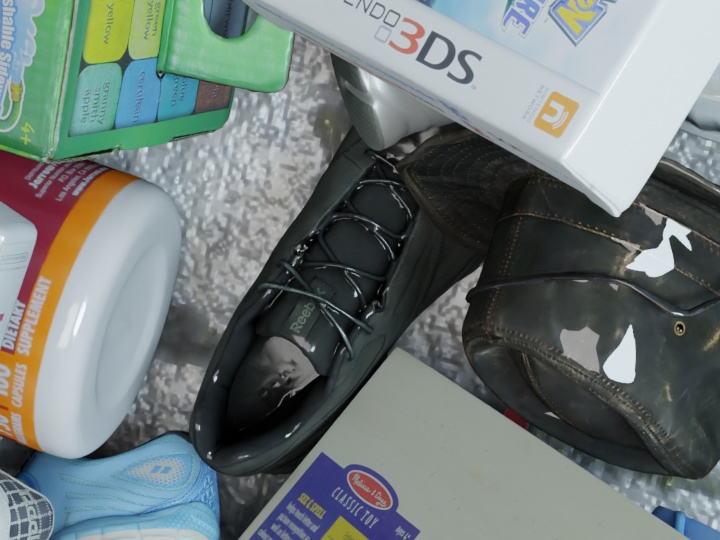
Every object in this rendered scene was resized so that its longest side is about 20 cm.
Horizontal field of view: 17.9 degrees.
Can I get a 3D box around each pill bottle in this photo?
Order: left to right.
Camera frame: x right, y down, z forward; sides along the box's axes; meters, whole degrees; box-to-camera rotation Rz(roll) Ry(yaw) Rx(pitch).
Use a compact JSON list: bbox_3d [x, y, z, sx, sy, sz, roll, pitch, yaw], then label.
[{"bbox_3d":[-0.180,-0.009,0.899,0.198,0.113,0.114,18,101,10],"label":"pill bottle"}]

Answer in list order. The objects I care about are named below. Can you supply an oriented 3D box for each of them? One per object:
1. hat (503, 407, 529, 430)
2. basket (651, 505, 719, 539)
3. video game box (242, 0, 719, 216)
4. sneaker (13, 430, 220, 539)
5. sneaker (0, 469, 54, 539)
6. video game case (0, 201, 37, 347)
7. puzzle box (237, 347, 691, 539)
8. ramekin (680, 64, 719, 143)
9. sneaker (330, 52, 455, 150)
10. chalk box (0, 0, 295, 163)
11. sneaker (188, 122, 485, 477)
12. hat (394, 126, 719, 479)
[{"bbox_3d":[0.059,0.150,0.915,0.165,0.176,0.200,37,143,0],"label":"hat"},{"bbox_3d":[0.162,0.148,0.793,0.139,0.177,0.200,25,67,43],"label":"basket"},{"bbox_3d":[0.065,-0.142,0.728,0.182,0.047,0.201,32,90,40],"label":"video game box"},{"bbox_3d":[-0.131,0.118,0.934,0.199,0.090,0.078,-17,133,28],"label":"sneaker"},{"bbox_3d":[-0.202,0.077,0.914,0.200,0.080,0.077,29,118,48],"label":"sneaker"},{"bbox_3d":[-0.216,0.019,0.825,0.199,0.023,0.183,32,113,27],"label":"video game case"},{"bbox_3d":[0.028,0.115,0.791,0.133,0.200,0.025,-50,125,-5],"label":"puzzle box"},{"bbox_3d":[0.151,-0.139,0.809,0.198,0.105,0.202,2,99,13],"label":"ramekin"},{"bbox_3d":[0.013,-0.145,0.853,0.080,0.070,0.202,-15,75,-6],"label":"sneaker"},{"bbox_3d":[-0.115,-0.116,0.838,0.199,0.124,0.126,17,106,25],"label":"chalk box"},{"bbox_3d":[0.000,0.000,0.871,0.076,0.091,0.201,31,102,9],"label":"sneaker"},{"bbox_3d":[0.096,0.024,0.788,0.199,0.201,0.082,16,76,10],"label":"hat"}]
